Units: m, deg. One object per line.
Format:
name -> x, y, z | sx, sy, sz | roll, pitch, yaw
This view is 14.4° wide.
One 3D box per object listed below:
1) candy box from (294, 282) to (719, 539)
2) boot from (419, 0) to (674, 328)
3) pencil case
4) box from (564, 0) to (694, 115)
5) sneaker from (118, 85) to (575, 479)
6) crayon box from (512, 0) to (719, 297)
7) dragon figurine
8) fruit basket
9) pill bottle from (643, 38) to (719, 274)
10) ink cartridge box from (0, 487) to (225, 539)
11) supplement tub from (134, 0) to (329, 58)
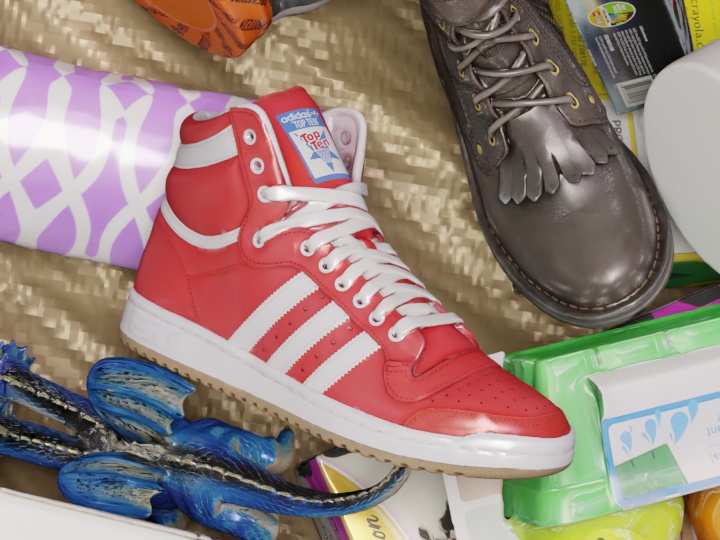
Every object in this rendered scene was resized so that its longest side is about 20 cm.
candy box -> 0.090, 0.102, 1.160 | 0.199, 0.061, 0.137 | -23, 86, -13
boot -> 0.044, -0.088, 1.066 | 0.069, 0.174, 0.201 | -27, 61, 5
pencil case -> -0.106, -0.048, 1.141 | 0.199, 0.084, 0.086 | 12, 40, -10
box -> 0.085, -0.165, 1.090 | 0.040, 0.200, 0.138 | -14, 65, 11
sneaker -> 0.000, 0.000, 1.043 | 0.199, 0.071, 0.113 | 20, 102, 32
crayon box -> 0.157, -0.060, 1.202 | 0.198, 0.051, 0.128 | -3, 76, -11
dragon figurine -> -0.078, 0.071, 1.095 | 0.099, 0.199, 0.059 | 28, 75, -44
fruit basket -> 0.131, 0.115, 1.088 | 0.184, 0.094, 0.202 | -12, 86, -13
pill bottle -> 0.216, -0.076, 1.124 | 0.199, 0.114, 0.114 | -28, 86, -24
ink cartridge box -> -0.068, 0.168, 1.032 | 0.199, 0.083, 0.146 | 16, 85, -21
supplement tub -> -0.021, -0.191, 1.159 | 0.122, 0.123, 0.200 | 40, 76, -2
